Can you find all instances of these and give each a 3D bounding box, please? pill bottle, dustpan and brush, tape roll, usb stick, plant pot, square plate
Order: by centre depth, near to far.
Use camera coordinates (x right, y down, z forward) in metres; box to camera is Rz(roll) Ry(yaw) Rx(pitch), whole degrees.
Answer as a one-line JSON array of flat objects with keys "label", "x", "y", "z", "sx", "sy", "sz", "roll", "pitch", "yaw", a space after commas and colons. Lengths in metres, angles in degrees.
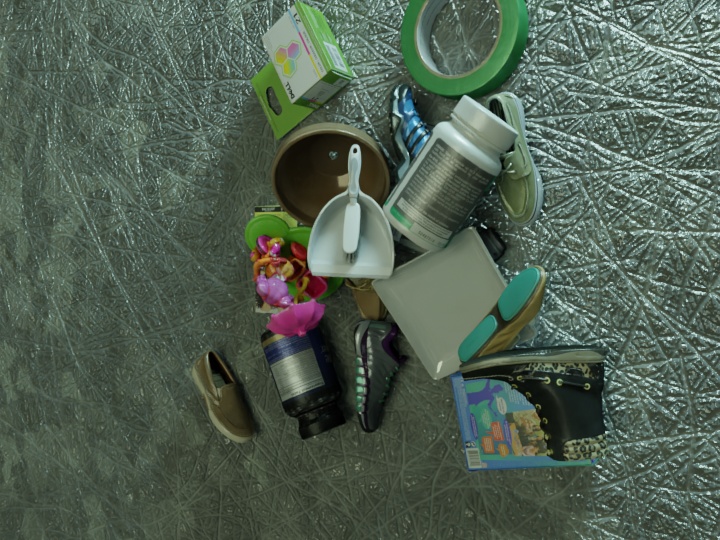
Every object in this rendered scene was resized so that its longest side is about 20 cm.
[{"label": "pill bottle", "x": 0.128, "y": -0.136, "z": 0.966, "sx": 0.113, "sy": 0.113, "sz": 0.201, "roll": 43, "pitch": 111, "yaw": 23}, {"label": "tape roll", "x": 0.159, "y": -0.371, "z": 1.057, "sx": 0.198, "sy": 0.048, "sz": 0.204, "roll": 2, "pitch": 94, "yaw": 33}, {"label": "dustpan and brush", "x": -0.012, "y": -0.094, "z": 1.068, "sx": 0.137, "sy": 0.057, "sz": 0.203, "roll": 2, "pitch": 78, "yaw": 7}, {"label": "square plate", "x": 0.146, "y": 0.055, "z": 1.068, "sx": 0.199, "sy": 0.028, "sz": 0.199, "roll": -29, "pitch": 100, "yaw": 30}, {"label": "usb stick", "x": 0.148, "y": 0.009, "z": 1.093, "sx": 0.200, "sy": 0.032, "sz": 0.056, "roll": -42, "pitch": 63, "yaw": 27}, {"label": "plant pot", "x": -0.049, "y": -0.173, "z": 1.152, "sx": 0.200, "sy": 0.200, "sz": 0.093, "roll": -37, "pitch": 32, "yaw": 29}, {"label": "pill bottle", "x": -0.099, "y": 0.193, "z": 1.219, "sx": 0.111, "sy": 0.111, "sz": 0.202, "roll": -27, "pitch": 79, "yaw": 31}]

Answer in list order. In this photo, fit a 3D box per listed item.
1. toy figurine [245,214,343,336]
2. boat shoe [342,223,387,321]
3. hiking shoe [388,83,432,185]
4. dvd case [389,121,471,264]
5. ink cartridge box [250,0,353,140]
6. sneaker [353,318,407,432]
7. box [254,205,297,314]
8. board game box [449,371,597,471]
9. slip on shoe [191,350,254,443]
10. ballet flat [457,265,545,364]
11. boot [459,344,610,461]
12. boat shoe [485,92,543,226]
[{"label": "toy figurine", "x": -0.120, "y": 0.021, "z": 1.124, "sx": 0.199, "sy": 0.185, "sz": 0.150, "roll": 40, "pitch": 116, "yaw": -20}, {"label": "boat shoe", "x": 0.000, "y": 0.000, "z": 1.150, "sx": 0.073, "sy": 0.066, "sz": 0.203, "roll": -3, "pitch": 107, "yaw": 29}, {"label": "hiking shoe", "x": 0.094, "y": -0.200, "z": 1.076, "sx": 0.085, "sy": 0.074, "sz": 0.203, "roll": -8, "pitch": 82, "yaw": 10}, {"label": "dvd case", "x": 0.120, "y": -0.128, "z": 1.094, "sx": 0.145, "sy": 0.022, "sz": 0.203, "roll": 22, "pitch": 94, "yaw": 30}, {"label": "ink cartridge box", "x": -0.130, "y": -0.355, "z": 1.230, "sx": 0.199, "sy": 0.075, "sz": 0.149, "roll": -33, "pitch": 75, "yaw": 29}, {"label": "sneaker", "x": 0.037, "y": 0.183, "z": 1.158, "sx": 0.086, "sy": 0.074, "sz": 0.203, "roll": -1, "pitch": 103, "yaw": 10}, {"label": "box", "x": -0.159, "y": -0.021, "z": 1.283, "sx": 0.074, "sy": 0.050, "sz": 0.203, "roll": 1, "pitch": 92, "yaw": 33}, {"label": "board game box", "x": 0.246, "y": 0.221, "z": 1.034, "sx": 0.198, "sy": 0.045, "sz": 0.154, "roll": -13, "pitch": 85, "yaw": 33}, {"label": "slip on shoe", "x": -0.269, "y": 0.249, "z": 1.359, "sx": 0.061, "sy": 0.075, "sz": 0.201, "roll": -52, "pitch": 59, "yaw": 31}, {"label": "ballet flat", "x": 0.221, "y": 0.073, "z": 1.004, "sx": 0.201, "sy": 0.062, "sz": 0.069, "roll": -53, "pitch": 27, "yaw": 32}, {"label": "boot", "x": 0.245, "y": 0.188, "z": 0.949, "sx": 0.201, "sy": 0.073, "sz": 0.156, "roll": -7, "pitch": 88, "yaw": 13}, {"label": "boat shoe", "x": 0.219, "y": -0.164, "z": 1.012, "sx": 0.071, "sy": 0.062, "sz": 0.203, "roll": -12, "pitch": 92, "yaw": 40}]
